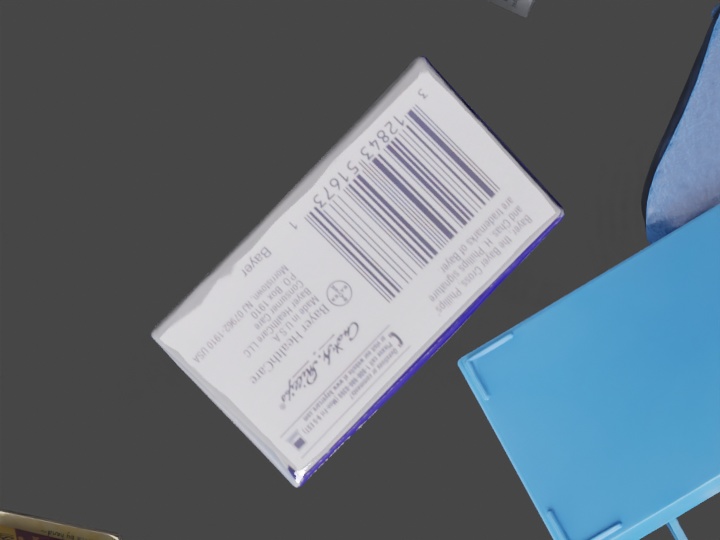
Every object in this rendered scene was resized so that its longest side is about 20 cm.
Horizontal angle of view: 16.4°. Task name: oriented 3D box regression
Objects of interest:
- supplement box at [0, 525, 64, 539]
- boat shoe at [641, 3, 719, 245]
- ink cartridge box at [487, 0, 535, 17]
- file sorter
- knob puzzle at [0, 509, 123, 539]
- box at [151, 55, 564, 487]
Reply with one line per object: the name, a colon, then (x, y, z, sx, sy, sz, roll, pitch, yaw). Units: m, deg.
supplement box: (-0.114, 0.217, 1.281, 0.198, 0.103, 0.132, 15, 90, -10)
boat shoe: (0.201, -0.102, 1.308, 0.084, 0.069, 0.201, 36, 94, 2)
ink cartridge box: (0.026, -0.239, 1.270, 0.199, 0.145, 0.146, 24, 91, 1)
file sorter: (0.179, 0.074, 1.261, 0.199, 0.123, 0.139, -30, 49, 2)
knob puzzle: (-0.233, 0.223, 1.337, 0.218, 0.030, 0.222, 0, 91, 1)
box: (0.000, 0.000, 1.245, 0.105, 0.200, 0.184, 45, 91, -1)
